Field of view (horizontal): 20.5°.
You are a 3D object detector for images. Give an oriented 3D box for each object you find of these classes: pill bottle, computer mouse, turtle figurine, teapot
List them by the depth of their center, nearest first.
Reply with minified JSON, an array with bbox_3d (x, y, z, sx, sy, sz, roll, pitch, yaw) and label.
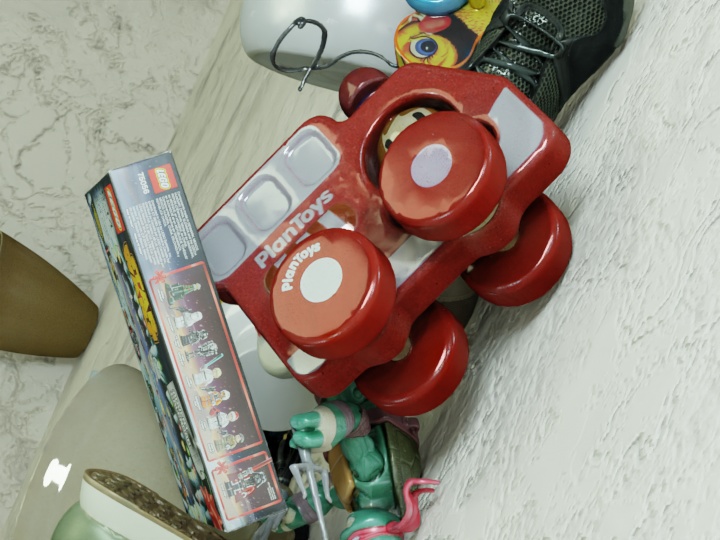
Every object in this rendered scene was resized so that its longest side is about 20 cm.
[{"bbox_3d":[-0.014,0.104,1.160,0.150,0.100,0.201,114,155,-49],"label":"turtle figurine"},{"bbox_3d":[-0.062,0.168,1.397,0.059,0.034,0.200,-61,12,23],"label":"computer mouse"},{"bbox_3d":[0.015,-0.204,1.421,0.200,0.196,0.148,178,105,-77],"label":"teapot"},{"bbox_3d":[-0.057,0.031,1.476,0.105,0.104,0.201,-58,13,29],"label":"pill bottle"}]

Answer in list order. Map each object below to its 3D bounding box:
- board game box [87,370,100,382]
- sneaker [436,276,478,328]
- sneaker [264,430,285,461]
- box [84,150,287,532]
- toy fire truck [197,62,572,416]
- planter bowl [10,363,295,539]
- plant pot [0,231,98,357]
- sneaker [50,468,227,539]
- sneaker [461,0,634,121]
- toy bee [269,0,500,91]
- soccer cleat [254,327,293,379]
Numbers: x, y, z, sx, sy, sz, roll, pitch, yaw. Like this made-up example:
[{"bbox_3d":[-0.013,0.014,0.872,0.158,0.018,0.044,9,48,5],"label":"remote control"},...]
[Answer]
[{"bbox_3d":[-0.166,0.191,1.513,0.065,0.146,0.201,114,172,-47],"label":"board game box"},{"bbox_3d":[0.043,-0.018,1.230,0.200,0.070,0.076,-74,-1,-60],"label":"sneaker"},{"bbox_3d":[-0.111,0.166,1.462,0.201,0.081,0.074,-72,-31,-53],"label":"sneaker"},{"bbox_3d":[-0.100,0.041,1.106,0.137,0.040,0.202,165,87,-76],"label":"box"},{"bbox_3d":[0.009,-0.033,1.080,0.200,0.112,0.168,-46,52,4],"label":"toy fire truck"},{"bbox_3d":[-0.121,0.174,1.259,0.200,0.134,0.202,16,-90,-77],"label":"planter bowl"},{"bbox_3d":[-0.530,0.059,3.202,0.187,0.199,0.187,-49,27,36],"label":"plant pot"},{"bbox_3d":[-0.084,0.194,1.056,0.090,0.199,0.067,-58,-9,5],"label":"sneaker"},{"bbox_3d":[0.088,-0.110,1.140,0.114,0.076,0.200,-50,-6,-47],"label":"sneaker"},{"bbox_3d":[0.062,-0.143,1.284,0.200,0.131,0.109,-39,56,5],"label":"toy bee"},{"bbox_3d":[-0.002,-0.014,1.302,0.069,0.077,0.201,17,76,38],"label":"soccer cleat"}]
